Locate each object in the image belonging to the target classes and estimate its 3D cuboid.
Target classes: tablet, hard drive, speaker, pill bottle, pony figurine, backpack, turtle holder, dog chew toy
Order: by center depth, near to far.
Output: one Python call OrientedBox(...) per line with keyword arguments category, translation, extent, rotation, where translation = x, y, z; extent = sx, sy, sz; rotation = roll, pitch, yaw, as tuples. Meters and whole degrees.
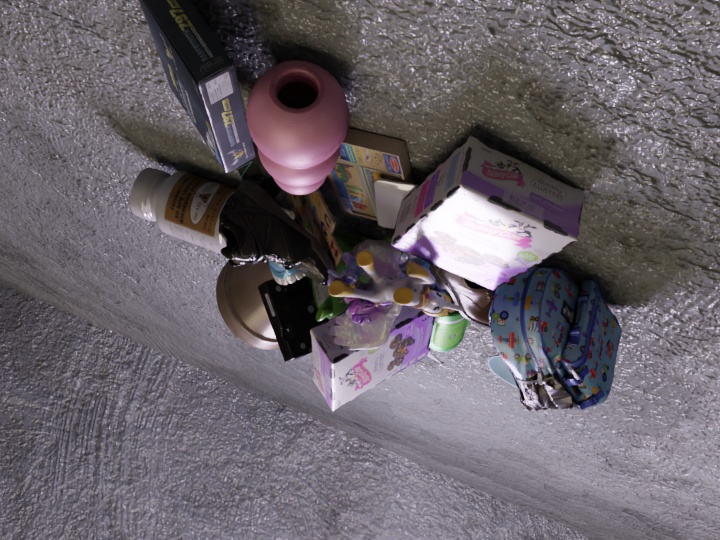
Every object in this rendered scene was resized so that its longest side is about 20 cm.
OrientedBox(category="dog chew toy", translation=(-0.077, -0.164, 0.973), extent=(0.122, 0.126, 0.201), rotation=(22, 157, 5))
OrientedBox(category="tablet", translation=(0.117, -0.076, 1.092), extent=(0.196, 0.014, 0.131), rotation=(10, 156, 9))
OrientedBox(category="pony figurine", translation=(0.034, 0.030, 1.109), extent=(0.189, 0.170, 0.199), rotation=(5, 170, 26))
OrientedBox(category="backpack", translation=(0.274, 0.080, 1.128), extent=(0.133, 0.184, 0.201), rotation=(-7, 133, 40))
OrientedBox(category="turtle holder", translation=(-0.006, -0.003, 1.311), extent=(0.130, 0.188, 0.141), rotation=(1, -147, -33))
OrientedBox(category="hard drive", translation=(-0.072, 0.064, 1.376), extent=(0.038, 0.198, 0.142), rotation=(-28, 83, 51))
OrientedBox(category="pill bottle", translation=(-0.297, -0.110, 1.377), extent=(0.196, 0.116, 0.115), rotation=(19, 159, 13))
OrientedBox(category="speaker", translation=(0.150, 0.079, 1.380), extent=(0.087, 0.090, 0.201), rotation=(20, 159, 10))

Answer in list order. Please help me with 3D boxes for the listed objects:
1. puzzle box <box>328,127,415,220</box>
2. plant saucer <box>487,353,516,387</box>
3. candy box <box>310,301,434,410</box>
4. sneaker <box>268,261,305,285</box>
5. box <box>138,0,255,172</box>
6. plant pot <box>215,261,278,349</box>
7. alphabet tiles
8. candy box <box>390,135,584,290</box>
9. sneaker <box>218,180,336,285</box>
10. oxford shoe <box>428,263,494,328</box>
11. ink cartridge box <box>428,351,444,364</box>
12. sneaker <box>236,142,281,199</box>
OrientedBox(category="puzzle box", translation=(0.014, -0.129, 1.108), extent=(0.131, 0.026, 0.201), rotation=(16, 158, 20))
OrientedBox(category="plant saucer", translation=(0.345, 0.195, 1.509), extent=(0.198, 0.039, 0.202), rotation=(22, 159, 9))
OrientedBox(category="candy box", translation=(0.020, 0.120, 1.281), extent=(0.072, 0.197, 0.169), rotation=(53, 159, 28))
OrientedBox(category="sneaker", translation=(-0.141, -0.070, 1.287), extent=(0.201, 0.077, 0.091), rotation=(54, 166, 45))
OrientedBox(category="box", translation=(-0.195, -0.233, 0.946), extent=(0.159, 0.050, 0.201), rotation=(56, 167, 17))
OrientedBox(category="plant pot", translation=(-0.147, 0.028, 1.476), extent=(0.198, 0.203, 0.173), rotation=(32, 142, -22))
OrientedBox(category="alphabet tiles", translation=(-0.074, -0.072, 1.206), extent=(0.169, 0.006, 0.200), rotation=(64, 162, 15))
OrientedBox(category="candy box", translation=(0.155, -0.064, 0.991), extent=(0.165, 0.073, 0.200), rotation=(23, 154, -14))
OrientedBox(category="sneaker", translation=(-0.130, -0.026, 1.154), extent=(0.199, 0.115, 0.076), rotation=(42, 154, -14))
OrientedBox(category="oxford shoe", translation=(0.190, 0.032, 1.239), extent=(0.083, 0.074, 0.199), rotation=(-3, 147, 46))
OrientedBox(category="ink cartridge box", translation=(0.057, 0.090, 1.518), extent=(0.198, 0.041, 0.200), rotation=(24, 165, 45))
OrientedBox(category="sneaker", translation=(-0.151, -0.160, 1.178), extent=(0.079, 0.076, 0.201), rotation=(36, 154, 6))
